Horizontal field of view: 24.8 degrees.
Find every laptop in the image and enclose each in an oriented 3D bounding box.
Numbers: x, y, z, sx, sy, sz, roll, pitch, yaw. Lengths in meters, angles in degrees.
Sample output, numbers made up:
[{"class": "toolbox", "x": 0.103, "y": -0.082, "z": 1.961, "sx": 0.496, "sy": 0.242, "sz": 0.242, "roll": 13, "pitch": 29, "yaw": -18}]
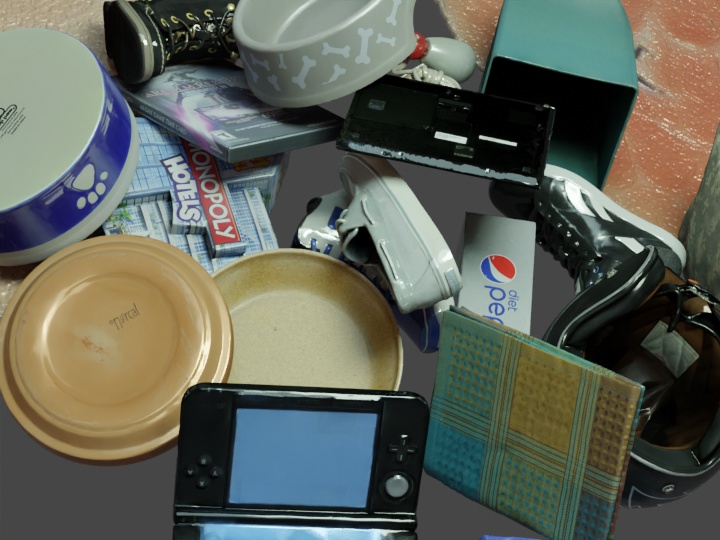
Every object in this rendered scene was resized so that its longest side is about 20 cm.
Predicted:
[{"class": "laptop", "x": 0.077, "y": -0.107, "z": 1.448, "sx": 0.175, "sy": 0.104, "sz": 0.201, "roll": 11, "pitch": 37, "yaw": 5}]

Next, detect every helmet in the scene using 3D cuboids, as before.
[{"class": "helmet", "x": 0.228, "y": 0.098, "z": 1.340, "sx": 0.200, "sy": 0.200, "sz": 0.191, "roll": 41, "pitch": 93, "yaw": 20}]

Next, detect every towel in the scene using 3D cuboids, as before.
[{"class": "towel", "x": 0.130, "y": 0.125, "z": 1.281, "sx": 0.022, "sy": 0.148, "sz": 0.199, "roll": -3, "pitch": 18, "yaw": -44}]

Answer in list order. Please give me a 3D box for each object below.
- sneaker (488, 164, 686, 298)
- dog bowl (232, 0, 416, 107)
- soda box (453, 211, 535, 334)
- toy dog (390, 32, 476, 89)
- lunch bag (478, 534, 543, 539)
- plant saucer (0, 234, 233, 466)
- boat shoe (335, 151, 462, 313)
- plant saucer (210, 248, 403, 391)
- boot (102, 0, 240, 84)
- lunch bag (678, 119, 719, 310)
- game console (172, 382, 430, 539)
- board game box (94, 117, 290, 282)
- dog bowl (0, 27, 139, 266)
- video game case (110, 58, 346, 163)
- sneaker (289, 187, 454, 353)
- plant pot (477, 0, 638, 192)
[{"class": "sneaker", "x": 0.196, "y": -0.019, "z": 1.501, "sx": 0.198, "sy": 0.073, "sz": 0.112, "roll": 26, "pitch": 50, "yaw": 7}, {"class": "dog bowl", "x": -0.027, "y": -0.235, "z": 1.474, "sx": 0.198, "sy": 0.059, "sz": 0.201, "roll": -20, "pitch": 38, "yaw": 16}, {"class": "soda box", "x": 0.113, "y": 0.046, "z": 1.439, "sx": 0.067, "sy": 0.064, "sz": 0.202, "roll": 9, "pitch": 51, "yaw": -2}, {"class": "toy dog", "x": 0.007, "y": -0.203, "z": 1.614, "sx": 0.198, "sy": 0.097, "sz": 0.133, "roll": 27, "pitch": 43, "yaw": -7}, {"class": "lunch bag", "x": 0.186, "y": 0.288, "z": 1.259, "sx": 0.198, "sy": 0.095, "sz": 0.152, "roll": 2, "pitch": 49, "yaw": -22}, {"class": "plant saucer", "x": -0.204, "y": 0.060, "z": 1.348, "sx": 0.198, "sy": 0.032, "sz": 0.202, "roll": -1, "pitch": 65, "yaw": 1}, {"class": "boat shoe", "x": 0.015, "y": -0.036, "z": 1.380, "sx": 0.071, "sy": 0.070, "sz": 0.201, "roll": -26, "pitch": 42, "yaw": -8}, {"class": "plant saucer", "x": -0.063, "y": 0.079, "z": 1.375, "sx": 0.198, "sy": 0.036, "sz": 0.202, "roll": 0, "pitch": 63, "yaw": 0}, {"class": "boot", "x": -0.161, "y": -0.223, "z": 1.542, "sx": 0.149, "sy": 0.074, "sz": 0.200, "roll": -5, "pitch": 14, "yaw": -15}, {"class": "lunch bag", "x": 0.359, "y": -0.033, "z": 1.487, "sx": 0.116, "sy": 0.165, "sz": 0.202, "roll": -3, "pitch": 53, "yaw": -7}, {"class": "game console", "x": -0.044, "y": 0.192, "z": 1.265, "sx": 0.197, "sy": 0.178, "sz": 0.117, "roll": 3, "pitch": 23, "yaw": -10}, {"class": "board game box", "x": -0.141, "y": -0.061, "z": 1.474, "sx": 0.198, "sy": 0.062, "sz": 0.201, "roll": -10, "pitch": 55, "yaw": -18}, {"class": "dog bowl", "x": -0.297, "y": -0.110, "z": 1.421, "sx": 0.198, "sy": 0.079, "sz": 0.202, "roll": -8, "pitch": 57, "yaw": 12}, {"class": "video game case", "x": -0.125, "y": -0.151, "z": 1.508, "sx": 0.142, "sy": 0.019, "sz": 0.199, "roll": -16, "pitch": 34, "yaw": -39}, {"class": "sneaker", "x": 0.000, "y": -0.001, "z": 1.452, "sx": 0.114, "sy": 0.081, "sz": 0.200, "roll": -14, "pitch": 50, "yaw": -17}, {"class": "plant pot", "x": 0.188, "y": -0.199, "z": 1.607, "sx": 0.140, "sy": 0.142, "sz": 0.201, "roll": 13, "pitch": 44, "yaw": -1}]
